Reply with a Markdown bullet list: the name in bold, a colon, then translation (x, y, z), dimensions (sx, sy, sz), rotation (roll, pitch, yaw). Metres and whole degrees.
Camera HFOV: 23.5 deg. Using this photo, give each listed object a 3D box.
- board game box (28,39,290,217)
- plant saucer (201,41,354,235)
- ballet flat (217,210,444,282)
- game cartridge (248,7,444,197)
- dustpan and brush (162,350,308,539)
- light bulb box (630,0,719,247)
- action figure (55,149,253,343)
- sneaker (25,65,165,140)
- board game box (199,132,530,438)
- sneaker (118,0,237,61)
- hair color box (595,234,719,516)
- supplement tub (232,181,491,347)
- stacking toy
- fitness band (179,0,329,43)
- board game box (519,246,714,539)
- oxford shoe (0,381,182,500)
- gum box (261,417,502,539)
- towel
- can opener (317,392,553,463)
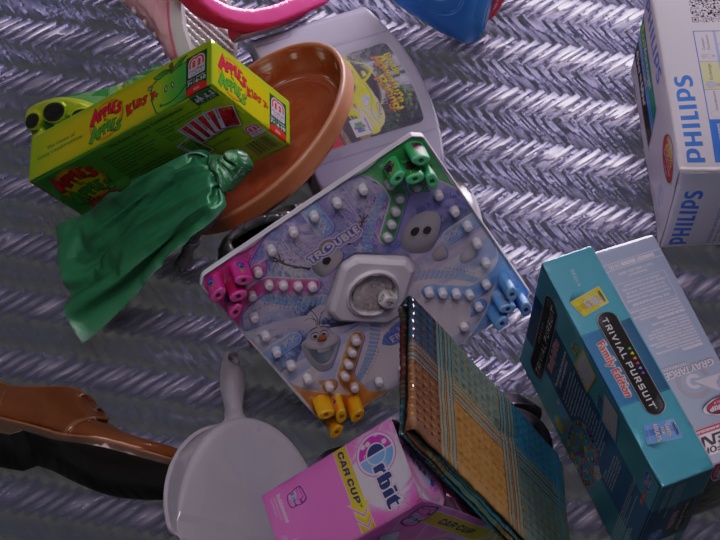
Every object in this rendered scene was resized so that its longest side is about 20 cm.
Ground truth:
- **board game box**: translation (-0.166, -0.106, 1.423), dimensions (0.199, 0.101, 0.048), rotation (-24, 51, 28)
- **plant saucer**: translation (-0.085, -0.109, 1.469), dimensions (0.199, 0.032, 0.201), rotation (-29, 36, 24)
- **ballet flat**: translation (-0.012, -0.026, 1.322), dimensions (0.198, 0.057, 0.067), rotation (-16, 79, -9)
- **game cartridge**: translation (-0.006, -0.146, 1.550), dimensions (0.132, 0.041, 0.201), rotation (-17, 60, -16)
- **dustpan and brush**: translation (-0.092, 0.142, 1.351), dimensions (0.139, 0.057, 0.202), rotation (18, 54, -27)
- **light bulb box**: translation (0.349, -0.136, 1.499), dimensions (0.198, 0.125, 0.200), rotation (-2, 59, -2)
- **action figure**: translation (-0.164, -0.038, 1.406), dimensions (0.199, 0.054, 0.119), rotation (-35, 60, 26)
- **sneaker**: translation (-0.197, -0.133, 1.514), dimensions (0.198, 0.075, 0.084), rotation (-8, 18, 15)
- **board game box**: translation (0.010, 0.018, 1.322), dimensions (0.199, 0.200, 0.026), rotation (-33, 39, 7)
- **sneaker**: translation (-0.182, -0.247, 1.593), dimensions (0.075, 0.104, 0.202), rotation (-8, 81, -52)
- **hair color box**: translation (0.241, 0.085, 1.377), dimensions (0.060, 0.099, 0.201), rotation (-17, 60, -12)
- **supplement tub**: translation (0.000, 0.000, 1.409), dimensions (0.198, 0.123, 0.123), rotation (-9, 59, -6)
- **stacking toy**: translation (0.123, -0.313, 1.630), dimensions (0.109, 0.117, 0.200), rotation (31, 49, 16)
- **fitness band**: translation (-0.101, -0.290, 1.577), dimensions (0.199, 0.037, 0.145), rotation (-29, 94, -42)
- **board game box**: translation (0.193, 0.106, 1.332), dimensions (0.047, 0.151, 0.201), rotation (-18, 61, -13)
- **oxford shoe**: translation (-0.218, 0.126, 1.360), dimensions (0.198, 0.072, 0.072), rotation (15, 51, 7)
- **gum box**: translation (0.034, 0.181, 1.249), dimensions (0.113, 0.200, 0.067), rotation (-32, 60, 17)
- **towel**: translation (0.089, 0.128, 1.249), dimensions (0.022, 0.200, 0.147), rotation (-31, 31, 22)
- **can opener**: translation (0.060, 0.149, 1.356), dimensions (0.198, 0.064, 0.079), rotation (-14, 16, -19)
